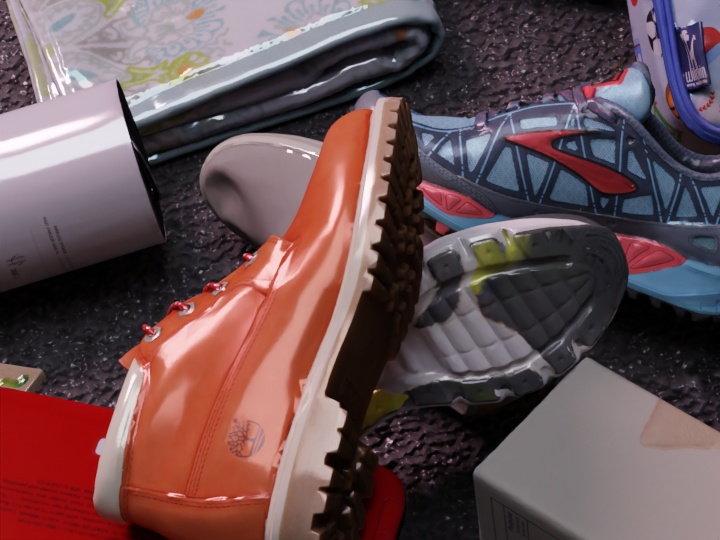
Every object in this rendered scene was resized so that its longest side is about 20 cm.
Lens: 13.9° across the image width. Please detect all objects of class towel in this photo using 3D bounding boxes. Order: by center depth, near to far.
[{"bbox_3d":[-0.075,-0.139,1.464,0.199,0.048,0.171,-18,50,-5],"label":"towel"}]

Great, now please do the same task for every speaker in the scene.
[{"bbox_3d":[-0.191,-0.022,1.357,0.199,0.081,0.081,-17,49,1],"label":"speaker"}]

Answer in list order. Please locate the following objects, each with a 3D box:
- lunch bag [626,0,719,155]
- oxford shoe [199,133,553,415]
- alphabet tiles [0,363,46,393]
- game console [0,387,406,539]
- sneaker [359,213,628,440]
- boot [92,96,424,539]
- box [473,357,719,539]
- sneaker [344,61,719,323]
[{"bbox_3d":[0.213,-0.137,1.344,0.199,0.076,0.161,-7,86,-6],"label":"lunch bag"},{"bbox_3d":[0.000,0.000,1.314,0.200,0.075,0.058,33,49,26],"label":"oxford shoe"},{"bbox_3d":[-0.227,0.097,1.274,0.200,0.006,0.167,6,49,41],"label":"alphabet tiles"},{"bbox_3d":[-0.095,0.157,1.161,0.199,0.119,0.173,11,51,9],"label":"game console"},{"bbox_3d":[0.015,0.021,1.231,0.200,0.075,0.085,-23,22,9],"label":"sneaker"},{"bbox_3d":[-0.037,0.017,1.138,0.107,0.075,0.200,9,65,19],"label":"boot"},{"bbox_3d":[0.145,0.128,1.168,0.200,0.095,0.078,31,60,29],"label":"box"},{"bbox_3d":[0.093,-0.053,1.294,0.199,0.096,0.079,18,17,-6],"label":"sneaker"}]
